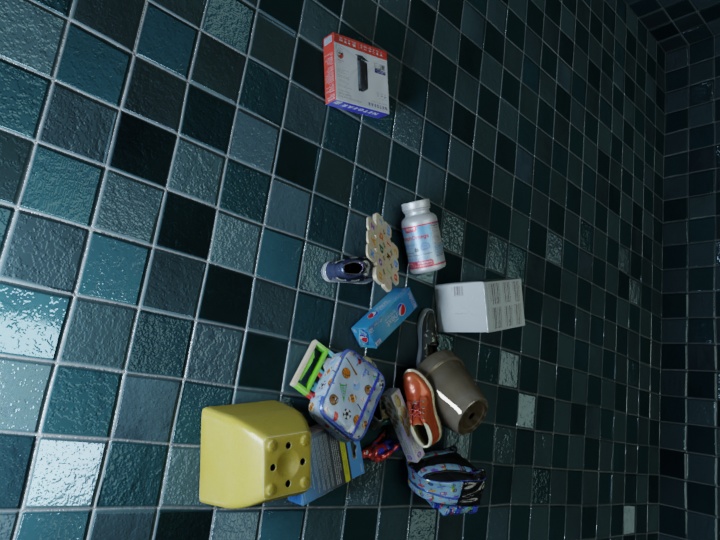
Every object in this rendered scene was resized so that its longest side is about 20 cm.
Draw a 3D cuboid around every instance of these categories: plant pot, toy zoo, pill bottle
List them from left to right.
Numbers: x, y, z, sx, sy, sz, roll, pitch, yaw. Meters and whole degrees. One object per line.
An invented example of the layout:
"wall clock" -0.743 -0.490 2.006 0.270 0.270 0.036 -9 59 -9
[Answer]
"plant pot" -0.204 0.387 1.178 0.193 0.198 0.198 5 82 -40
"toy zoo" -0.066 0.281 1.385 0.199 0.020 0.132 40 51 -15
"pill bottle" 0.177 -0.099 1.627 0.108 0.108 0.204 -16 96 -41
"plant pot" 0.252 0.349 1.554 0.197 0.173 0.203 -19 126 -29

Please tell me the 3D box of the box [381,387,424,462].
"box" 0.112 0.406 1.480 0.041 0.038 0.203 -30 103 -42

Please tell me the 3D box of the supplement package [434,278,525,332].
"supplement package" 0.363 0.106 1.716 0.198 0.190 0.150 -3 88 -42

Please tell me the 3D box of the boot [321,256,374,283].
"boot" 0.000 0.000 1.471 0.198 0.090 0.074 -8 90 -42

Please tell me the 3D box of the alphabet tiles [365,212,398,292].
"alphabet tiles" 0.058 -0.050 1.530 0.195 0.014 0.203 41 43 -52

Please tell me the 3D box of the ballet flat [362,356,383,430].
"ballet flat" 0.032 0.311 1.452 0.066 0.057 0.203 13 49 -29

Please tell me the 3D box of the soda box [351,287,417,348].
"soda box" 0.068 0.126 1.533 0.199 0.067 0.065 -39 112 -37

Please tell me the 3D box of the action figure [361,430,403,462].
"action figure" 0.073 0.469 1.507 0.198 0.065 0.053 -5 113 -43

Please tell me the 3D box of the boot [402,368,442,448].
"boot" 0.153 0.356 1.459 0.107 0.074 0.203 -1 70 -67

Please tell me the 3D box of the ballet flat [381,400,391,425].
"ballet flat" 0.040 0.383 1.497 0.198 0.070 0.066 3 56 -44

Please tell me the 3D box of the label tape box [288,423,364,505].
"label tape box" -0.091 0.451 1.361 0.198 0.063 0.147 -10 91 -43

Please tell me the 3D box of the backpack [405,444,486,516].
"backpack" 0.220 0.581 1.556 0.197 0.182 0.137 6 98 -27

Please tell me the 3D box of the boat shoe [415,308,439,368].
"boat shoe" 0.205 0.212 1.654 0.068 0.056 0.204 12 78 -39

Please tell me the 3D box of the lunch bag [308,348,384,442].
"lunch bag" -0.024 0.297 1.348 0.160 0.075 0.201 42 52 -16

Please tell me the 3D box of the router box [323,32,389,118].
"router box" -0.009 -0.529 1.545 0.198 0.048 0.183 0 85 -42
